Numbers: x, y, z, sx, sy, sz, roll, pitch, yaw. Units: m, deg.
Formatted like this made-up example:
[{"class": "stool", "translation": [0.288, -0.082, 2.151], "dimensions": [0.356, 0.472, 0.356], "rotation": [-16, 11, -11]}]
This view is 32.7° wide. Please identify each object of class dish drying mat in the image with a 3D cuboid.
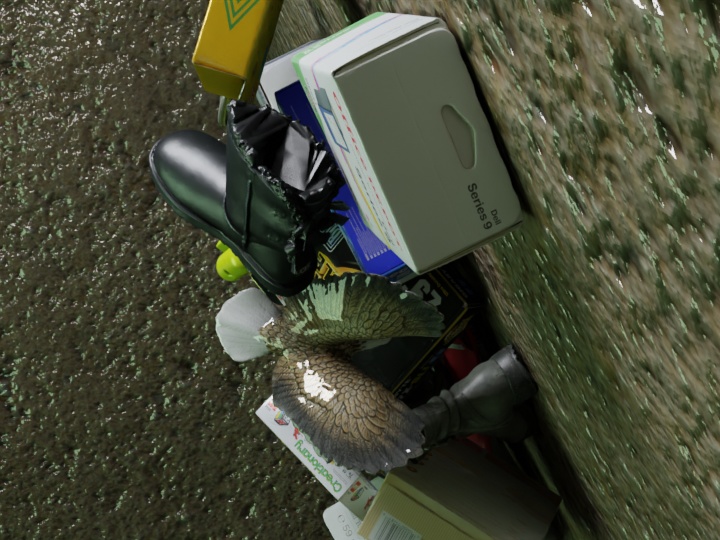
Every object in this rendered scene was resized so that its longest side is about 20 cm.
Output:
[{"class": "dish drying mat", "translation": [0.109, 0.122, 1.277], "dimensions": [0.077, 0.018, 0.201], "rotation": [55, 163, 41]}]

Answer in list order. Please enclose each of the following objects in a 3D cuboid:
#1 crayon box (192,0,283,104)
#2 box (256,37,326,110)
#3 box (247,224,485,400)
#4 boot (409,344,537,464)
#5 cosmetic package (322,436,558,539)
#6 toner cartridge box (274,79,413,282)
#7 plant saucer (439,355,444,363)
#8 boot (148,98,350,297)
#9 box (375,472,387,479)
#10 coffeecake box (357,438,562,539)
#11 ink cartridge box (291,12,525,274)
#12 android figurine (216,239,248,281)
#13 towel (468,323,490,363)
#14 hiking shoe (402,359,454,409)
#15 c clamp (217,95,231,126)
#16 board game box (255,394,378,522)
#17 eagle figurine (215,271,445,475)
[{"class": "crayon box", "translation": [-0.098, -0.224, 1.057], "dimensions": [0.127, 0.050, 0.202], "rotation": [139, 147, -86]}, {"class": "box", "translation": [-0.046, -0.153, 1.400], "dimensions": [0.202, 0.096, 0.176], "rotation": [65, 176, -11]}, {"class": "box", "translation": [0.002, 0.018, 1.185], "dimensions": [0.200, 0.160, 0.049], "rotation": [50, -157, 21]}, {"class": "boot", "translation": [0.096, 0.140, 1.162], "dimensions": [0.068, 0.130, 0.200], "rotation": [60, 176, 23]}, {"class": "cosmetic package", "translation": [0.097, 0.302, 1.441], "dimensions": [0.168, 0.199, 0.166], "rotation": [60, -165, 17]}, {"class": "toner cartridge box", "translation": [0.007, -0.091, 1.113], "dimensions": [0.201, 0.094, 0.043], "rotation": [63, 177, 14]}, {"class": "plant saucer", "translation": [0.042, 0.028, 1.416], "dimensions": [0.201, 0.050, 0.202], "rotation": [156, 90, -86]}, {"class": "boot", "translation": [-0.095, -0.078, 0.987], "dimensions": [0.198, 0.073, 0.163], "rotation": [44, 156, 15]}, {"class": "box", "translation": [0.015, 0.183, 1.346], "dimensions": [0.070, 0.065, 0.200], "rotation": [35, 171, -1]}, {"class": "coffeecake box", "translation": [0.103, 0.238, 1.196], "dimensions": [0.153, 0.074, 0.200], "rotation": [31, -165, 12]}, {"class": "ink cartridge box", "translation": [0.027, -0.096, 0.857], "dimensions": [0.146, 0.087, 0.200], "rotation": [65, 174, -16]}, {"class": "android figurine", "translation": [-0.086, -0.075, 1.228], "dimensions": [0.041, 0.183, 0.200], "rotation": [35, 159, -12]}, {"class": "towel", "translation": [0.103, 0.076, 1.381], "dimensions": [0.194, 0.034, 0.200], "rotation": [62, 176, 28]}, {"class": "hiking shoe", "translation": [0.059, 0.127, 1.344], "dimensions": [0.100, 0.076, 0.199], "rotation": [35, 172, -29]}, {"class": "c clamp", "translation": [-0.112, -0.245, 1.264], "dimensions": [0.027, 0.202, 0.171], "rotation": [21, -176, -4]}, {"class": "board game box", "translation": [-0.025, 0.204, 1.248], "dimensions": [0.126, 0.035, 0.200], "rotation": [42, 173, 28]}, {"class": "eagle figurine", "translation": [-0.020, 0.069, 1.087], "dimensions": [0.152, 0.151, 0.200], "rotation": [54, 169, -26]}]
